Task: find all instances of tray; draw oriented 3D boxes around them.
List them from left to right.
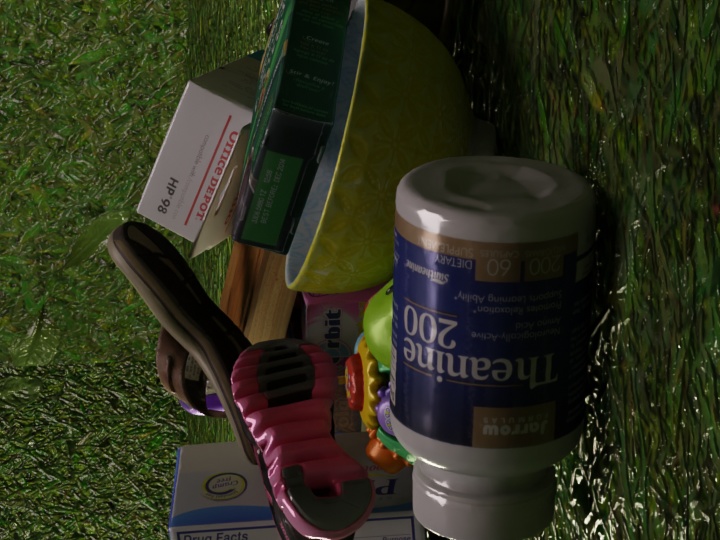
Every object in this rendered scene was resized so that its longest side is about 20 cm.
[{"bbox_3d":[-0.073,-0.002,1.587,0.200,0.037,0.099,106,163,-47],"label":"tray"}]

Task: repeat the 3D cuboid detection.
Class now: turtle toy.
[{"bbox_3d":[0.044,0.061,1.399,0.200,0.101,0.146,105,161,-61],"label":"turtle toy"}]

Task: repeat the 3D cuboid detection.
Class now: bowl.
[{"bbox_3d":[0.027,-0.071,1.397,0.200,0.107,0.201,-165,90,-82],"label":"bowl"}]

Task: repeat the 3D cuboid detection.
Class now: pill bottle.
[{"bbox_3d":[0.072,0.045,1.188,0.111,0.111,0.201,-115,24,-67],"label":"pill bottle"}]

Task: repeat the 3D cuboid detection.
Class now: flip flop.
[{"bbox_3d":[-0.125,0.056,1.538,0.200,0.058,0.081,53,-163,1],"label":"flip flop"}]

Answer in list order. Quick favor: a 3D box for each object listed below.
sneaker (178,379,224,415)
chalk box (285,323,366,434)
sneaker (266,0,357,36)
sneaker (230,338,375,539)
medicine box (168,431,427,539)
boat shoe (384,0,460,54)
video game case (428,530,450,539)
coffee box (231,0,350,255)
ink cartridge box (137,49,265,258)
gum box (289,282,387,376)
[{"bbox_3d":[-0.055,0.115,1.784,0.070,0.200,0.100,16,112,58],"label":"sneaker"},{"bbox_3d":[-0.011,0.124,1.685,0.125,0.123,0.201,-109,19,-59],"label":"chalk box"},{"bbox_3d":[-0.021,-0.141,1.594,0.075,0.115,0.201,-28,-44,-70],"label":"sneaker"},{"bbox_3d":[-0.044,0.132,1.468,0.200,0.079,0.096,-107,15,-47],"label":"sneaker"},{"bbox_3d":[-0.039,0.230,1.581,0.103,0.182,0.201,-92,-2,-59],"label":"medicine box"},{"bbox_3d":[0.035,-0.185,1.443,0.201,0.073,0.063,95,-173,-55],"label":"boat shoe"},{"bbox_3d":[0.070,0.200,1.534,0.143,0.018,0.201,124,143,-76],"label":"video game case"},{"bbox_3d":[-0.045,-0.120,1.436,0.200,0.044,0.123,-83,11,-47],"label":"coffee box"},{"bbox_3d":[-0.102,-0.092,1.624,0.116,0.067,0.200,-66,-10,20],"label":"ink cartridge box"},{"bbox_3d":[0.000,0.000,1.619,0.200,0.113,0.066,-107,17,-59],"label":"gum box"}]
